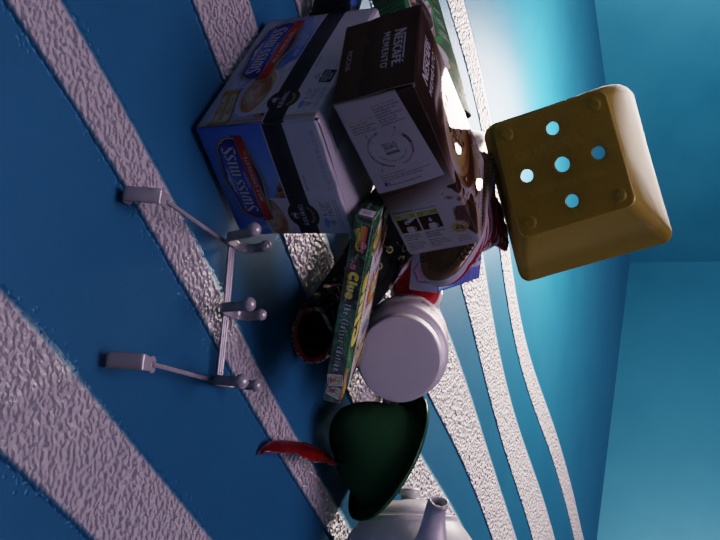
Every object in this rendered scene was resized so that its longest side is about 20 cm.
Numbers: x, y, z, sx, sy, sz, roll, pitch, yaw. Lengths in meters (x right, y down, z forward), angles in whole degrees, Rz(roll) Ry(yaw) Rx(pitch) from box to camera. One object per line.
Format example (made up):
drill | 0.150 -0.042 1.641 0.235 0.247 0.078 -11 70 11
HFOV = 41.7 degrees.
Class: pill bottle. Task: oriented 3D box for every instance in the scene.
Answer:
pill bottle | 0.051 0.092 1.137 0.200 0.111 0.116 -37 125 -84

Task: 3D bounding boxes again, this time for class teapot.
teapot | 0.057 0.337 1.135 0.196 0.197 0.149 25 60 -54

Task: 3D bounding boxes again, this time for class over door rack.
over door rack | -0.134 0.025 0.829 0.199 0.065 0.151 28 64 -64

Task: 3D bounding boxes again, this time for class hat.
hat | -0.031 0.180 1.106 0.168 0.174 0.200 -63 -167 -18

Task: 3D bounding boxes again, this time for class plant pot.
plant pot | 0.251 -0.112 1.133 0.176 0.196 0.204 8 67 -72

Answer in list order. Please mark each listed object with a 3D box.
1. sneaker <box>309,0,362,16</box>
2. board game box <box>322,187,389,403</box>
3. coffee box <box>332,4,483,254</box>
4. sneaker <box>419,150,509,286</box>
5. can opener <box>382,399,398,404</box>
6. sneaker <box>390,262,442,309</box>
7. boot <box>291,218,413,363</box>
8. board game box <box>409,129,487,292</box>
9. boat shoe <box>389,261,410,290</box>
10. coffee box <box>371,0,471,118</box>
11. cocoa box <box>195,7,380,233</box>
sneaker | -0.024 -0.296 1.096 0.078 0.065 0.205 25 66 -63
board game box | -0.001 0.021 0.949 0.105 0.023 0.204 -55 158 -62
coffee box | 0.052 -0.127 0.892 0.201 0.078 0.115 59 30 -44
sneaker | 0.126 -0.033 1.105 0.114 0.070 0.202 70 33 -43
can opener | 0.065 0.120 1.331 0.200 0.052 0.067 -52 170 -53
sneaker | 0.085 -0.036 1.303 0.202 0.077 0.117 -81 175 -52
boot | 0.001 0.001 1.056 0.154 0.073 0.205 -46 166 -54
board game box | 0.121 -0.083 1.222 0.199 0.040 0.204 -14 110 -67
boat shoe | 0.034 -0.032 1.234 0.070 0.070 0.201 -60 -169 29
coffee box | 0.063 -0.274 1.089 0.122 0.043 0.204 15 57 -58
cocoa box | -0.052 -0.149 0.943 0.202 0.129 0.135 -67 148 -43
